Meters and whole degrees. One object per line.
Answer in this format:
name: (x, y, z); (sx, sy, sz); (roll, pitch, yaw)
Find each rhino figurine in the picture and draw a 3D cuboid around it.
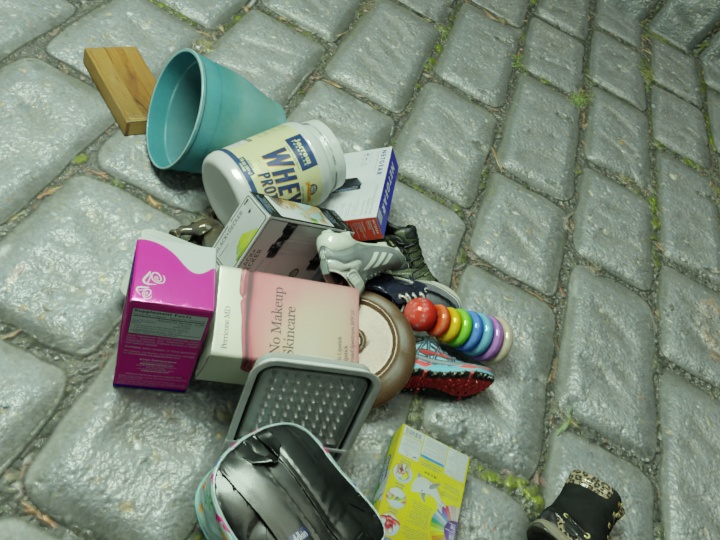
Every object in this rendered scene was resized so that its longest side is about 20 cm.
rhino figurine: (-0.203, -0.006, 1.094); (0.200, 0.060, 0.087); (43, 49, 10)

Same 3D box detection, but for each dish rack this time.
dish rack: (-0.080, 0.182, 0.904); (0.171, 0.200, 0.044); (11, 34, -19)

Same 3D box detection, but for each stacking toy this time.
stacking toy: (0.155, 0.093, 1.145); (0.200, 0.085, 0.086); (21, 43, -32)

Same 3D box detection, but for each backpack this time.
backpack: (-0.094, 0.291, 0.826); (0.177, 0.151, 0.200); (-28, 77, -42)

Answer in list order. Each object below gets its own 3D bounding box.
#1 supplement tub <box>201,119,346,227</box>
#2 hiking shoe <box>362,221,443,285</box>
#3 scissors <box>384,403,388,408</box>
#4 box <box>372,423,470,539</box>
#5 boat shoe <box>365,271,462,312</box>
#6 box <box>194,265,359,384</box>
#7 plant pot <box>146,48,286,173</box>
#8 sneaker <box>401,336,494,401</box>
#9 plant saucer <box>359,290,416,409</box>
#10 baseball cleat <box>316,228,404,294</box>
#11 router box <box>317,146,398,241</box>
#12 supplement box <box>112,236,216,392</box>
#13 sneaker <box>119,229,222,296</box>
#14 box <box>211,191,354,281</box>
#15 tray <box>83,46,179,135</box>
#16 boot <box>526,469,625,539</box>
supplement tub: (-0.138, -0.153, 1.132); (0.200, 0.145, 0.145); (-29, 69, -27)
hiking shoe: (0.076, -0.026, 1.227); (0.200, 0.101, 0.076); (42, 44, 10)
scissors: (-0.019, 0.134, 1.103); (0.073, 0.014, 0.200); (-1, 54, -32)
box: (0.078, 0.325, 0.964); (0.117, 0.048, 0.200); (28, 42, -4)
boat shoe: (0.075, 0.053, 1.163); (0.200, 0.075, 0.093); (16, 22, -4)
box: (-0.111, 0.084, 0.948); (0.200, 0.109, 0.128); (10, 63, -21)
plant pot: (-0.237, -0.253, 1.204); (0.188, 0.200, 0.200); (9, 47, -40)
sneaker: (0.124, 0.145, 1.122); (0.200, 0.079, 0.096); (12, 46, -19)
plant saucer: (-0.014, 0.111, 1.052); (0.200, 0.037, 0.201); (1, 64, -1)
baseball cleat: (0.000, 0.000, 1.085); (0.200, 0.070, 0.107); (13, 69, -48)
router box: (-0.035, -0.129, 1.226); (0.179, 0.049, 0.200); (-6, 43, 18)
supplement box: (-0.254, 0.063, 0.905); (0.103, 0.200, 0.101); (10, 48, -20)
sneaker: (-0.244, 0.028, 1.018); (0.200, 0.116, 0.074); (24, 19, -21)
box: (-0.114, -0.043, 1.056); (0.060, 0.117, 0.200); (49, 22, 29)
tray: (-0.421, -0.333, 1.278); (0.099, 0.037, 0.200); (-16, 62, -37)
boot: (0.355, 0.402, 1.028); (0.200, 0.073, 0.151); (38, 45, 14)
